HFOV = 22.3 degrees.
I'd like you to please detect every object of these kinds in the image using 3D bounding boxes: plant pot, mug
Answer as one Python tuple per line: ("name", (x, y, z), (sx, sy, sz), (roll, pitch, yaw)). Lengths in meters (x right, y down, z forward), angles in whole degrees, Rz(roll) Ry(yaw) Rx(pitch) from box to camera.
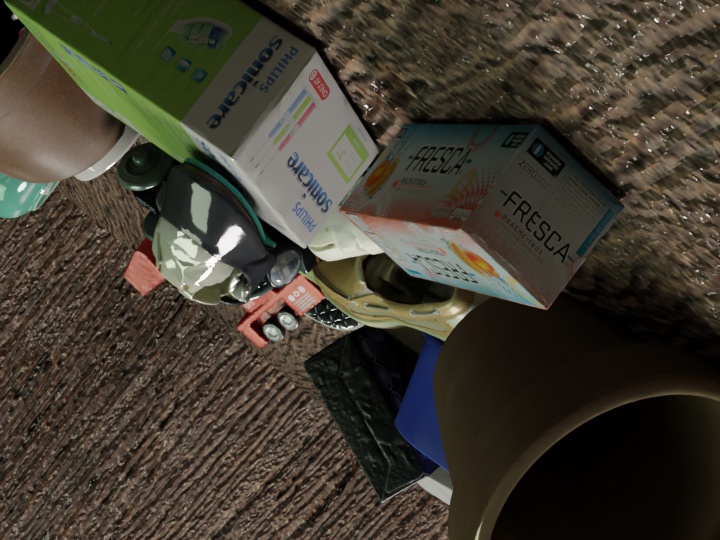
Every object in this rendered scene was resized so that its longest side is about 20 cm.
("plant pot", (-0.266, -0.162, 1.311), (0.199, 0.201, 0.198), (35, 178, 25))
("mug", (-0.392, -0.149, 2.129), (0.114, 0.186, 0.152), (36, 148, -4))
("plant pot", (0.126, 0.101, 1.081), (0.200, 0.200, 0.175), (44, -172, -35))

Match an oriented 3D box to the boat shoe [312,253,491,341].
("boat shoe", (0.023, 0.001, 1.284), (0.076, 0.072, 0.199), (29, 170, -40))

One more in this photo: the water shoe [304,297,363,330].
("water shoe", (-0.063, -0.030, 1.593), (0.199, 0.072, 0.079), (39, -161, -4))

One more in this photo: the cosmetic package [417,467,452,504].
("cosmetic package", (0.105, 0.158, 1.644), (0.081, 0.113, 0.200), (42, 173, -22))

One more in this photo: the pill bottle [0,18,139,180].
("pill bottle", (-0.272, -0.173, 1.502), (0.200, 0.117, 0.116), (42, 171, -27))

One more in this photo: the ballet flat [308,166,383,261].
("ballet flat", (-0.028, -0.051, 1.230), (0.199, 0.071, 0.069), (34, 170, 32))

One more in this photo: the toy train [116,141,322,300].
("toy train", (-0.094, -0.056, 1.340), (0.199, 0.114, 0.086), (33, 155, 42))

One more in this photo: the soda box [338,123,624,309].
("soda box", (0.058, -0.033, 0.961), (0.063, 0.069, 0.200), (41, 172, -17))

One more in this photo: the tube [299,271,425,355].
("tube", (0.000, 0.000, 1.406), (0.199, 0.052, 0.058), (38, -152, -14))

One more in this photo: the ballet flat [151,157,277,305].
("ballet flat", (-0.094, -0.013, 1.157), (0.073, 0.073, 0.200), (37, 175, 10))

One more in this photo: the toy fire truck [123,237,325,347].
("toy fire truck", (-0.098, -0.011, 1.524), (0.141, 0.049, 0.200), (43, 136, -9))

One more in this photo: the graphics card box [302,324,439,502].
("graphics card box", (0.033, 0.099, 1.461), (0.126, 0.051, 0.200), (61, -160, 4))

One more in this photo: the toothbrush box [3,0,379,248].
("toothbrush box", (-0.103, -0.120, 1.135), (0.199, 0.086, 0.146), (36, 173, 26))

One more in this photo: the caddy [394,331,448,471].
("caddy", (0.122, 0.103, 1.311), (0.199, 0.106, 0.141), (33, -166, 36))
